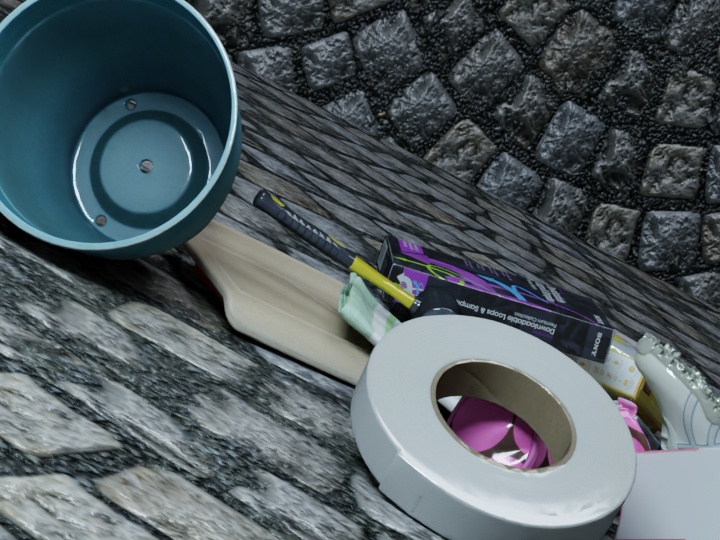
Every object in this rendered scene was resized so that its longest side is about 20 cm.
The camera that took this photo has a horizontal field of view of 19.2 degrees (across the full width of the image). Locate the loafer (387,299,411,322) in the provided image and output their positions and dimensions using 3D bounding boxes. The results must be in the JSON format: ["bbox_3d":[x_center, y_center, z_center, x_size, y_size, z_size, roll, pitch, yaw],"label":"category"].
[{"bbox_3d":[0.074,0.027,2.063,0.070,0.068,0.200,39,13,8],"label":"loafer"}]

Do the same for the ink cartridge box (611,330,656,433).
[{"bbox_3d":[0.226,0.089,2.175,0.199,0.076,0.148,33,9,13],"label":"ink cartridge box"}]

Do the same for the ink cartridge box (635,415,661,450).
[{"bbox_3d":[0.167,0.110,1.859,0.199,0.047,0.198,34,-1,21],"label":"ink cartridge box"}]

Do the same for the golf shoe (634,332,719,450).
[{"bbox_3d":[0.270,0.150,1.742,0.201,0.097,0.078,54,8,-1],"label":"golf shoe"}]

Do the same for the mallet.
[{"bbox_3d":[0.000,0.000,1.697,0.199,0.041,0.066,32,12,-18],"label":"mallet"}]

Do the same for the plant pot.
[{"bbox_3d":[-0.178,-0.096,1.599,0.199,0.201,0.188,30,-7,10],"label":"plant pot"}]

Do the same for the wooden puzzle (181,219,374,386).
[{"bbox_3d":[-0.058,0.033,1.723,0.184,0.037,0.200,26,14,-27],"label":"wooden puzzle"}]

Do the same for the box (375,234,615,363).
[{"bbox_3d":[0.114,0.023,1.836,0.199,0.036,0.143,18,9,-5],"label":"box"}]

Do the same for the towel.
[{"bbox_3d":[0.063,0.081,1.723,0.200,0.023,0.153,41,7,-5],"label":"towel"}]

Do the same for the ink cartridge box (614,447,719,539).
[{"bbox_3d":[0.314,0.200,1.604,0.199,0.085,0.145,26,-21,-33],"label":"ink cartridge box"}]

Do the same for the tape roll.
[{"bbox_3d":[0.090,0.110,1.440,0.201,0.037,0.204,17,36,-13],"label":"tape roll"}]

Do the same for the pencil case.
[{"bbox_3d":[0.142,0.130,1.592,0.091,0.094,0.200,32,9,33],"label":"pencil case"}]

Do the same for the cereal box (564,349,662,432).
[{"bbox_3d":[0.186,0.083,1.968,0.199,0.040,0.144,22,-8,24],"label":"cereal box"}]
